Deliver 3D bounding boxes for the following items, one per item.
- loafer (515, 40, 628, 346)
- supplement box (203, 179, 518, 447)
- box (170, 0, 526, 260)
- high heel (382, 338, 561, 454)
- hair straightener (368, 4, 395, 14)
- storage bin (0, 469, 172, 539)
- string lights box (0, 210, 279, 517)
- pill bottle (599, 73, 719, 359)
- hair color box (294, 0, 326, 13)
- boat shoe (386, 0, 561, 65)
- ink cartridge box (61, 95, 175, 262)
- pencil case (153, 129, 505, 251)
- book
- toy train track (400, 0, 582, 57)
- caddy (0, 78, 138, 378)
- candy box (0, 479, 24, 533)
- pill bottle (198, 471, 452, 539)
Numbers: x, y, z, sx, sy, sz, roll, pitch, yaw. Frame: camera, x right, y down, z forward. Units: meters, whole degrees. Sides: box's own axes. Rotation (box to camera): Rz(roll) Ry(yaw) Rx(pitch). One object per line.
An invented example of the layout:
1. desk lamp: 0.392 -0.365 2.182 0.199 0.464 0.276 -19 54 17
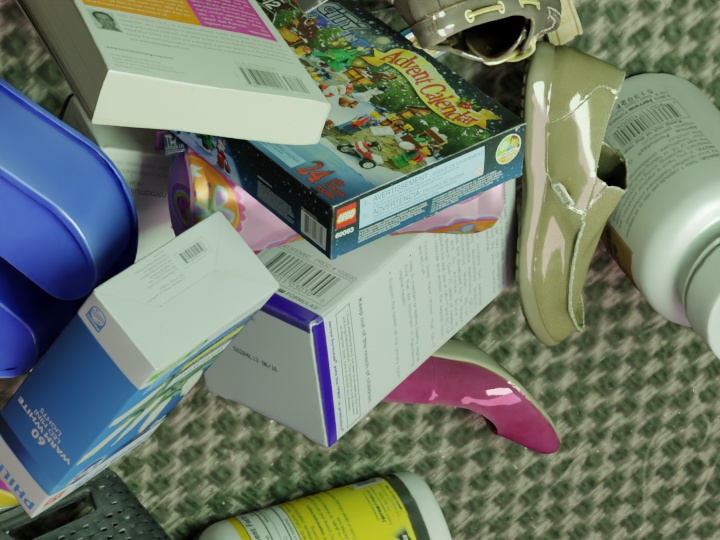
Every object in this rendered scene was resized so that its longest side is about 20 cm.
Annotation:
1. loafer: 0.132 -0.044 1.715 0.067 0.076 0.200 2 117 9
2. supplement box: 0.000 0.000 1.687 0.200 0.101 0.104 -41 140 -34
3. box: -0.023 -0.092 1.550 0.136 0.200 0.038 -25 135 -30
4. high heel: 0.048 0.087 1.846 0.096 0.067 0.200 -49 126 1
5. hair straightener: 0.052 -0.216 1.644 0.077 0.041 0.200 26 106 -37
6. storage bin: -0.197 0.241 1.784 0.135 0.094 0.200 -22 147 -34
7. string lights box: -0.136 0.055 1.571 0.103 0.059 0.200 -35 172 -38
8. pill bottle: 0.215 -0.030 1.758 0.114 0.200 0.115 -13 128 -17
9. hair color box: 0.006 -0.206 1.516 0.101 0.200 0.061 -30 101 12
10. boat shoe: 0.071 -0.149 1.597 0.072 0.060 0.200 -21 170 20
11. ink cartridge box: -0.146 0.000 1.691 0.117 0.067 0.200 6 121 -30
12. pencil case: -0.016 -0.055 1.601 0.199 0.088 0.088 -5 127 -10
13. book: -0.112 -0.140 1.516 0.133 0.200 0.048 6 120 -29
14. toy train track: 0.081 -0.156 1.710 0.200 0.033 0.115 -29 132 -3
15. caddy: -0.224 -0.034 1.580 0.200 0.105 0.141 36 117 -10
16. candy box: -0.321 0.182 1.745 0.136 0.061 0.200 24 110 -38
17. pill bottle: -0.042 0.213 1.871 0.200 0.113 0.113 -15 129 -16
